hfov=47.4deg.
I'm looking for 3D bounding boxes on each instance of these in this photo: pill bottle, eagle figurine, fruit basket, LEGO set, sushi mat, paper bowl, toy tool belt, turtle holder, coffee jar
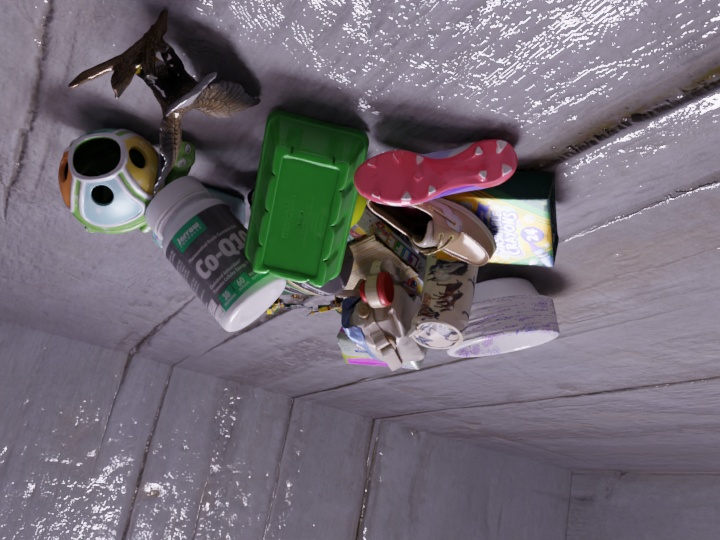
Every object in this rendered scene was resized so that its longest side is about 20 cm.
[{"bbox_3d":[-0.203,-0.025,1.135,0.201,0.113,0.113,48,167,11],"label":"pill bottle"},{"bbox_3d":[-0.202,-0.186,0.919,0.148,0.154,0.201,-5,148,14],"label":"eagle figurine"},{"bbox_3d":[-0.061,-0.095,1.060,0.152,0.221,0.216,12,162,-4],"label":"fruit basket"},{"bbox_3d":[-0.089,-0.002,1.358,0.195,0.157,0.116,8,163,-1],"label":"LEGO set"},{"bbox_3d":[0.000,0.000,1.248,0.095,0.012,0.199,37,149,-19],"label":"sushi mat"},{"bbox_3d":[0.238,0.080,1.421,0.196,0.107,0.201,-9,164,-3],"label":"paper bowl"},{"bbox_3d":[0.015,0.070,1.207,0.120,0.127,0.200,-7,149,23],"label":"toy tool belt"},{"bbox_3d":[-0.329,-0.126,1.138,0.181,0.144,0.132,15,162,4],"label":"turtle holder"},{"bbox_3d":[-0.097,-0.011,1.214,0.103,0.087,0.198,24,167,-31],"label":"coffee jar"}]

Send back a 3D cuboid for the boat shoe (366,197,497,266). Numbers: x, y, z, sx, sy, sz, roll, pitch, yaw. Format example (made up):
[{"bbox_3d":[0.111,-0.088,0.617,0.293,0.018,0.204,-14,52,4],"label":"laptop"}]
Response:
[{"bbox_3d":[0.086,-0.057,1.043,0.198,0.067,0.074,32,141,-13],"label":"boat shoe"}]

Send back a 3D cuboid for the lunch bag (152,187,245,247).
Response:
[{"bbox_3d":[-0.273,-0.074,1.366,0.157,0.079,0.200,13,161,-7],"label":"lunch bag"}]

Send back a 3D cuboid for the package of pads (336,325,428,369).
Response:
[{"bbox_3d":[0.058,0.075,1.414,0.151,0.202,0.069,1,133,30],"label":"package of pads"}]

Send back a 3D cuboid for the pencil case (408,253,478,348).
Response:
[{"bbox_3d":[0.122,0.013,1.182,0.087,0.204,0.078,17,153,-6],"label":"pencil case"}]

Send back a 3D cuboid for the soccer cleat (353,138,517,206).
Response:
[{"bbox_3d":[0.090,-0.115,0.983,0.195,0.068,0.076,-11,176,4],"label":"soccer cleat"}]

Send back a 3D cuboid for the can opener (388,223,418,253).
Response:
[{"bbox_3d":[0.066,-0.055,1.249,0.051,0.068,0.201,11,157,5],"label":"can opener"}]

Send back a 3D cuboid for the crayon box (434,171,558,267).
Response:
[{"bbox_3d":[0.159,-0.070,1.091,0.195,0.052,0.127,5,141,21],"label":"crayon box"}]

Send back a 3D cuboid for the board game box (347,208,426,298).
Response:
[{"bbox_3d":[0.017,-0.020,1.251,0.199,0.035,0.134,39,149,-20],"label":"board game box"}]

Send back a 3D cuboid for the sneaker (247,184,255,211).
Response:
[{"bbox_3d":[-0.124,-0.100,1.200,0.086,0.077,0.200,13,162,-6],"label":"sneaker"}]
